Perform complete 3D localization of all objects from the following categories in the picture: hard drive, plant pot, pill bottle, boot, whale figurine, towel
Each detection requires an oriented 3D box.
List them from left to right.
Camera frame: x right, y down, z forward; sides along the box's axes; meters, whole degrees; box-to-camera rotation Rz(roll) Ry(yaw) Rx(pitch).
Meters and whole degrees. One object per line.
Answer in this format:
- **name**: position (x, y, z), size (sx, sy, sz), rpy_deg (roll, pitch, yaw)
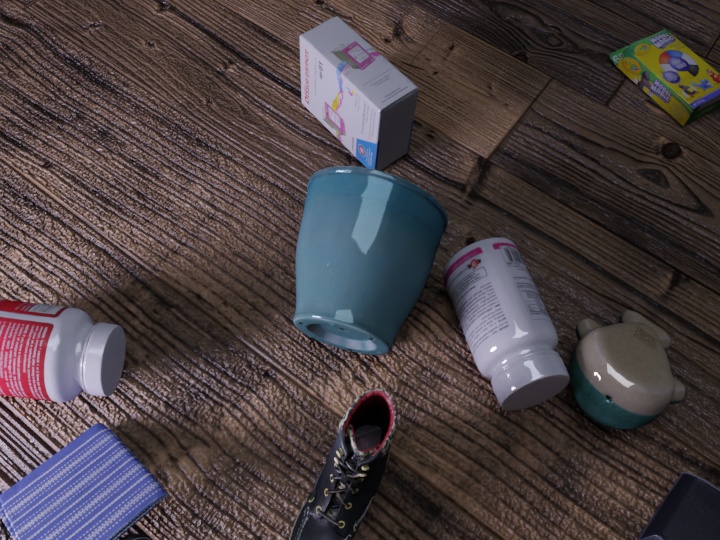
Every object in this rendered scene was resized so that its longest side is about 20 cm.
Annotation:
- **pill bottle**: position (-0.396, 0.098, 0.844), size (0.194, 0.113, 0.115), rpy_deg (7, 56, 0)
- **towel**: position (-0.305, 0.249, 0.751), size (0.144, 0.024, 0.198), rpy_deg (-38, 34, -26)
- **boot**: position (-0.022, 0.238, 0.761), size (0.072, 0.155, 0.205), rpy_deg (25, 58, 12)
- **plant pot**: position (0.000, 0.000, 0.904), size (0.195, 0.201, 0.193), rpy_deg (14, 72, 4)
- **pill bottle**: position (0.190, 0.070, 0.911), size (0.110, 0.114, 0.204), rpy_deg (-11, 58, -12)
- **whale figurine**: position (0.345, 0.129, 0.912), size (0.158, 0.105, 0.199), rpy_deg (35, 36, 16)
- **hard drive**: position (0.434, 0.342, 0.799), size (0.134, 0.043, 0.199), rpy_deg (-38, 68, -25)

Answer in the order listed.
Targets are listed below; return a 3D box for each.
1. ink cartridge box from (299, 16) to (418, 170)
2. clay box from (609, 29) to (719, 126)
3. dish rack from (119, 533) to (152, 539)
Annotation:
- **ink cartridge box**: position (-0.009, -0.277, 1.097), size (0.084, 0.146, 0.200), rpy_deg (-32, 65, -22)
- **clay box**: position (0.560, -0.361, 1.258), size (0.113, 0.048, 0.202), rpy_deg (-26, 64, -20)
- **dish rack**: position (-0.254, 0.371, 0.670), size (0.199, 0.054, 0.156), rpy_deg (-38, 111, -25)
